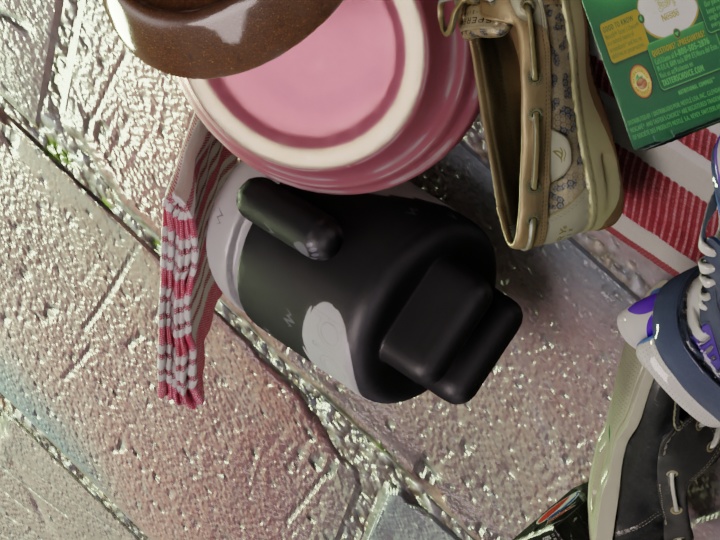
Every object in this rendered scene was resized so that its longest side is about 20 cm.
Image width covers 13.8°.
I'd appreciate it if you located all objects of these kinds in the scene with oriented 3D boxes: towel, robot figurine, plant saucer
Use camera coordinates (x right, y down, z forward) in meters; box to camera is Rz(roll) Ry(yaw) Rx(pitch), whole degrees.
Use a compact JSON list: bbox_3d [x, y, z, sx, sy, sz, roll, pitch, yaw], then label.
[{"bbox_3d":[-0.095,-0.027,1.860,0.030,0.146,0.200,11,138,5],"label":"towel"},{"bbox_3d":[0.000,-0.002,1.763,0.200,0.125,0.150,33,141,35],"label":"robot figurine"},{"bbox_3d":[-0.025,-0.134,1.655,0.200,0.051,0.201,8,113,21],"label":"plant saucer"},{"bbox_3d":[-0.071,-0.201,1.609,0.200,0.200,0.034,21,174,41],"label":"plant saucer"},{"bbox_3d":[0.176,-0.070,1.566,0.144,0.023,0.200,36,146,22],"label":"towel"}]

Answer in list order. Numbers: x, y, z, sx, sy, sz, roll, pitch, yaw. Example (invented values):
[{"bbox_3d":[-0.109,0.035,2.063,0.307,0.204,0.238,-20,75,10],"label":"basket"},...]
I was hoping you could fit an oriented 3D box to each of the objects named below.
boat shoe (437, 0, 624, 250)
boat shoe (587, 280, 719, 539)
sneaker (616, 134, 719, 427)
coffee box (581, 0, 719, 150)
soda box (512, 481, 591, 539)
[{"bbox_3d":[0.083,-0.111,1.573,0.073,0.063,0.200,-11,97,71],"label":"boat shoe"},{"bbox_3d":[0.174,0.084,1.692,0.068,0.072,0.200,6,132,-1],"label":"boat shoe"},{"bbox_3d":[0.182,0.009,1.538,0.146,0.081,0.200,-6,132,36],"label":"sneaker"},{"bbox_3d":[0.148,-0.168,1.440,0.123,0.044,0.200,-22,88,57],"label":"coffee box"},{"bbox_3d":[0.179,0.222,1.799,0.200,0.071,0.063,54,149,-2],"label":"soda box"}]
